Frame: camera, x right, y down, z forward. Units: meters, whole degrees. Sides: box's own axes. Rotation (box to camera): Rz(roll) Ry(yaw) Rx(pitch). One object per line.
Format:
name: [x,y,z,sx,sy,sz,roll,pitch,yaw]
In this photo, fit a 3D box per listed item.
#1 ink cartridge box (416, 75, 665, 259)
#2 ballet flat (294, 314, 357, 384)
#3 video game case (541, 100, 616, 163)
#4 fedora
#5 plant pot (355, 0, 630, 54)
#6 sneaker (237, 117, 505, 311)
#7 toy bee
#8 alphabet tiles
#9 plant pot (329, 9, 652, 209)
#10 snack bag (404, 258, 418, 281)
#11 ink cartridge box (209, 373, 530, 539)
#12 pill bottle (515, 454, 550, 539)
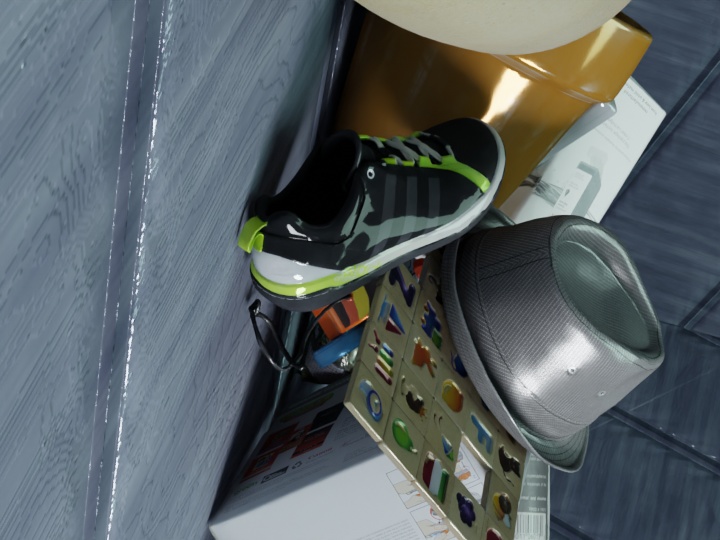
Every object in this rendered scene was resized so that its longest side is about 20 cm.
ink cartridge box: [0.128,-0.077,1.144,0.201,0.085,0.145,-56,-146,-2]
ballet flat: [0.000,0.000,1.134,0.072,0.071,0.202,-55,159,-71]
video game case: [0.102,-0.138,1.130,0.199,0.023,0.184,-34,-139,29]
fedora: [0.139,0.033,0.942,0.200,0.090,0.178,43,38,-36]
plant pot: [0.038,-0.190,0.660,0.200,0.186,0.189,-24,131,-63]
sneaker: [0.013,-0.050,0.851,0.199,0.071,0.083,-36,139,-28]
toy bee: [0.004,0.021,0.960,0.132,0.108,0.200,56,10,-20]
alphabet tiles: [0.058,0.067,0.887,0.168,0.007,0.201,51,33,-26]
plant pot: [0.071,-0.134,0.997,0.184,0.199,0.200,-59,178,16]
snack bag: [0.033,0.036,1.315,0.189,0.021,0.203,-140,-126,-73]
ink cartridge box: [0.018,0.131,1.005,0.084,0.199,0.176,58,24,-13]
pill bottle: [0.105,0.154,1.215,0.116,0.115,0.203,67,24,-80]
